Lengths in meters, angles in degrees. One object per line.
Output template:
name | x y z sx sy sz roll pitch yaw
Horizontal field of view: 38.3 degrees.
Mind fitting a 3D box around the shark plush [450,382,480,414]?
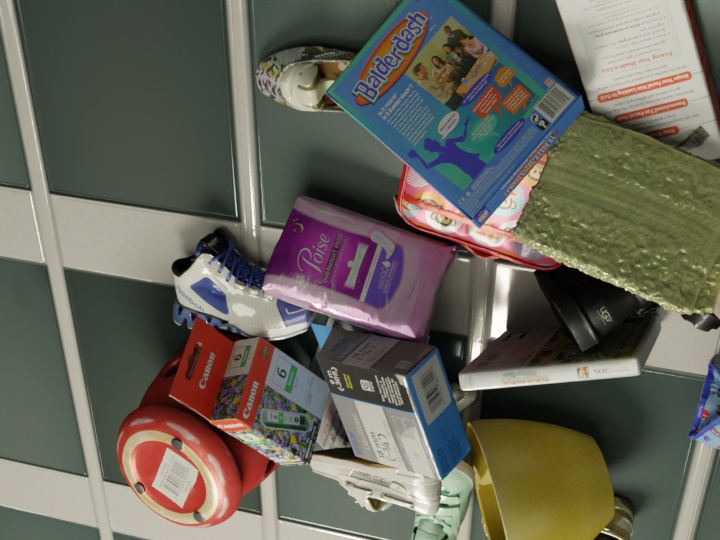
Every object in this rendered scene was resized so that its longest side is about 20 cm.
shark plush | 0.069 0.210 1.315 0.083 0.091 0.200 6 128 -36

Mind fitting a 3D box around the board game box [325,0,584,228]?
board game box | 0.088 -0.163 0.989 0.200 0.045 0.152 44 96 18

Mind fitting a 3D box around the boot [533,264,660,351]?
boot | 0.275 0.005 1.071 0.168 0.200 0.077 -29 98 5

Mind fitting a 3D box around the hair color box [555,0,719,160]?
hair color box | 0.268 -0.194 0.983 0.110 0.064 0.201 -12 116 26

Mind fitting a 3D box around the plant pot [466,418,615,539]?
plant pot | 0.220 0.262 1.242 0.141 0.200 0.201 -14 120 -3

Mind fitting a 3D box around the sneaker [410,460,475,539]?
sneaker | 0.096 0.307 1.296 0.073 0.119 0.201 10 148 19

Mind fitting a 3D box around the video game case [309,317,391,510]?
video game case | 0.003 0.171 1.288 0.182 0.022 0.201 43 131 27

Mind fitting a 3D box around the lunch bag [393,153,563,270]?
lunch bag | 0.141 -0.087 1.092 0.199 0.082 0.177 19 130 8

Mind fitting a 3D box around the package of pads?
package of pads | 0.000 0.000 1.168 0.199 0.076 0.121 19 83 5

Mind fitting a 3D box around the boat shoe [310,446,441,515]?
boat shoe | 0.012 0.252 1.233 0.199 0.071 0.070 2 94 45

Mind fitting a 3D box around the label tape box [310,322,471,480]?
label tape box | 0.015 0.146 1.177 0.199 0.063 0.145 7 126 44

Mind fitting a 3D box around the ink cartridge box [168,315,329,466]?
ink cartridge box | -0.126 0.143 1.231 0.050 0.109 0.200 -11 142 39

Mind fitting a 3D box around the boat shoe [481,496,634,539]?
boat shoe | 0.246 0.331 1.328 0.199 0.076 0.072 -12 118 25

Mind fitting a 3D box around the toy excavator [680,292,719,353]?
toy excavator | 0.462 0.049 1.062 0.195 0.199 0.100 55 138 35

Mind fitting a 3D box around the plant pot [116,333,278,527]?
plant pot | -0.199 0.207 1.320 0.199 0.183 0.201 13 122 22

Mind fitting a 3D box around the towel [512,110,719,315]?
towel | 0.255 -0.054 0.969 0.199 0.036 0.149 22 88 14

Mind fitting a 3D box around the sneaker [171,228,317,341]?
sneaker | -0.150 0.014 1.252 0.198 0.081 0.116 3 125 19

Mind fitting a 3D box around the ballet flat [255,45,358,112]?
ballet flat | -0.025 -0.194 1.080 0.199 0.072 0.072 4 123 17

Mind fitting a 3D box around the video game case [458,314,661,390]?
video game case | 0.218 0.086 1.105 0.181 0.200 0.023 -8 96 23

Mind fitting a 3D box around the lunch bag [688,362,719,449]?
lunch bag | 0.442 0.154 1.065 0.150 0.200 0.095 16 84 7
